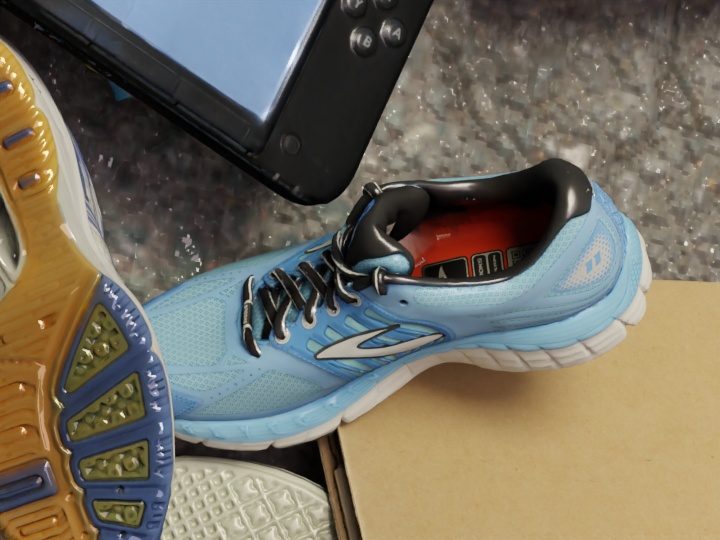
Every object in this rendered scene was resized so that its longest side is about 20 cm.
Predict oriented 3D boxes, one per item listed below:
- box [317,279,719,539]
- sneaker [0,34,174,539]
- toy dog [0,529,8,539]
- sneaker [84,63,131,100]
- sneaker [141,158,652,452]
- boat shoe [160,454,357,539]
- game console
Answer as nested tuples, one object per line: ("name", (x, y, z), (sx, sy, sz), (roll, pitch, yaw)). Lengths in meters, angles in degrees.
("box", (0.078, 0.072, 0.867), (0.198, 0.021, 0.165), (2, 54, -24))
("sneaker", (-0.107, 0.008, 0.787), (0.075, 0.088, 0.202), (-15, 93, 5))
("toy dog", (-0.146, 0.167, 0.767), (0.131, 0.096, 0.201), (-27, 100, -22))
("sneaker", (-0.098, -0.138, 0.801), (0.199, 0.079, 0.132), (24, 79, -22))
("sneaker", (0.000, 0.000, 0.800), (0.198, 0.090, 0.079), (-17, 57, 8))
("boat shoe", (0.000, 0.128, 0.856), (0.198, 0.062, 0.075), (22, 83, -8))
("game console", (-0.024, -0.140, 0.735), (0.199, 0.118, 0.174), (34, 72, -29))
